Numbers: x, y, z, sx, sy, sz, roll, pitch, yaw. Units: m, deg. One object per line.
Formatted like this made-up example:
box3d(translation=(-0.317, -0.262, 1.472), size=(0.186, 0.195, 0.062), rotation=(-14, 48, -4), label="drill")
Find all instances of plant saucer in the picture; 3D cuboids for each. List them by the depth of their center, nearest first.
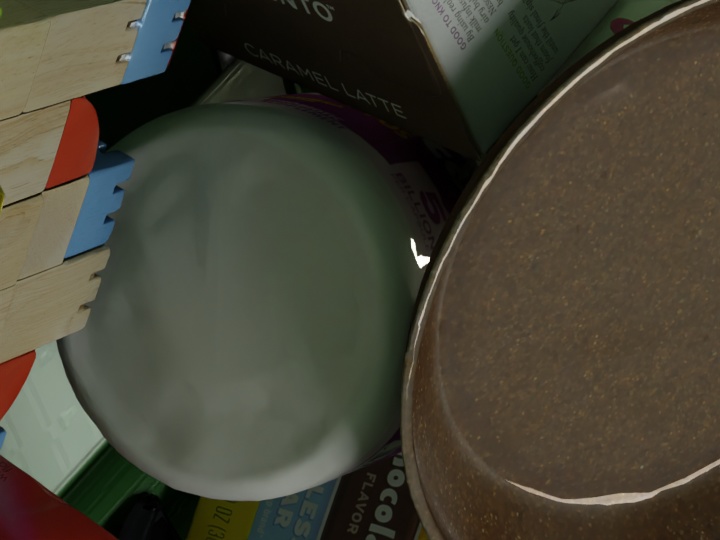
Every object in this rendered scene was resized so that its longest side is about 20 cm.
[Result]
box3d(translation=(0.091, 0.006, 0.757), size=(0.200, 0.037, 0.201), rotation=(-14, 123, -23), label="plant saucer")

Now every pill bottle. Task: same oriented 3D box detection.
box3d(translation=(0.000, 0.000, 0.835), size=(0.113, 0.112, 0.200), rotation=(-66, 162, 15), label="pill bottle")

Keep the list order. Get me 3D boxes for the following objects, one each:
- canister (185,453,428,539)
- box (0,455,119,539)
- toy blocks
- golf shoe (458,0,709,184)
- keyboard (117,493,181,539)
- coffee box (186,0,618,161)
box3d(translation=(0.040, 0.117, 0.907), size=(0.087, 0.200, 0.149), rotation=(25, 80, -58), label="canister")
box3d(translation=(-0.083, 0.141, 0.750), size=(0.100, 0.200, 0.096), rotation=(-31, 144, -43), label="box")
box3d(translation=(-0.110, -0.006, 0.692), size=(0.137, 0.100, 0.200), rotation=(-26, 139, -64), label="toy blocks")
box3d(translation=(0.093, -0.067, 0.831), size=(0.088, 0.077, 0.200), rotation=(-33, 180, 28), label="golf shoe")
box3d(translation=(-0.079, 0.163, 0.982), size=(0.200, 0.040, 0.104), rotation=(71, 32, -56), label="keyboard")
box3d(translation=(0.041, -0.140, 0.755), size=(0.200, 0.114, 0.080), rotation=(-50, 138, -20), label="coffee box")
